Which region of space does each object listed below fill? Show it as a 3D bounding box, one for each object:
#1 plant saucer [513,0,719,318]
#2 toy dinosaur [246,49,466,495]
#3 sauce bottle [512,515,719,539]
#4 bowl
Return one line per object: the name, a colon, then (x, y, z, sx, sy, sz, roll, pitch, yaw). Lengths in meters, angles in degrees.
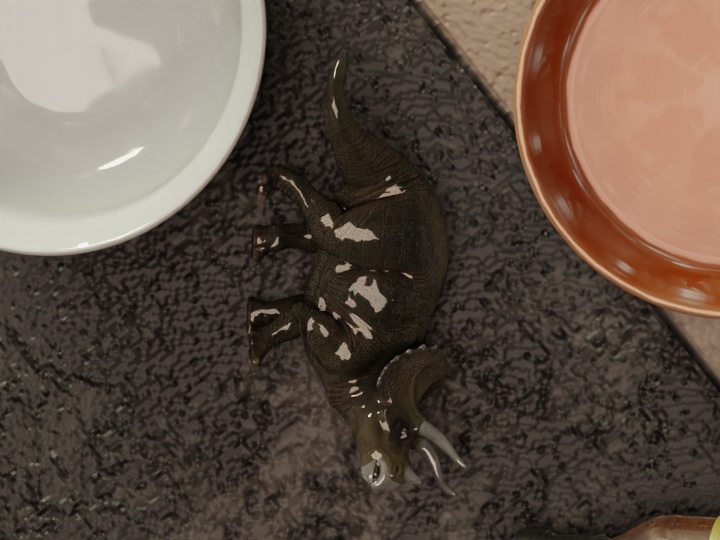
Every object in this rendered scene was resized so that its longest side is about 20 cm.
plant saucer: (0.170, -0.078, 1.219, 0.200, 0.032, 0.200, 1, 96, 7)
toy dinosaur: (0.000, 0.000, 1.240, 0.102, 0.077, 0.200, 4, 92, -5)
sauce bottle: (0.168, 0.144, 1.219, 0.200, 0.066, 0.066, 0, 96, 22)
bowl: (-0.135, -0.111, 1.226, 0.201, 0.090, 0.201, 1, 97, 7)
